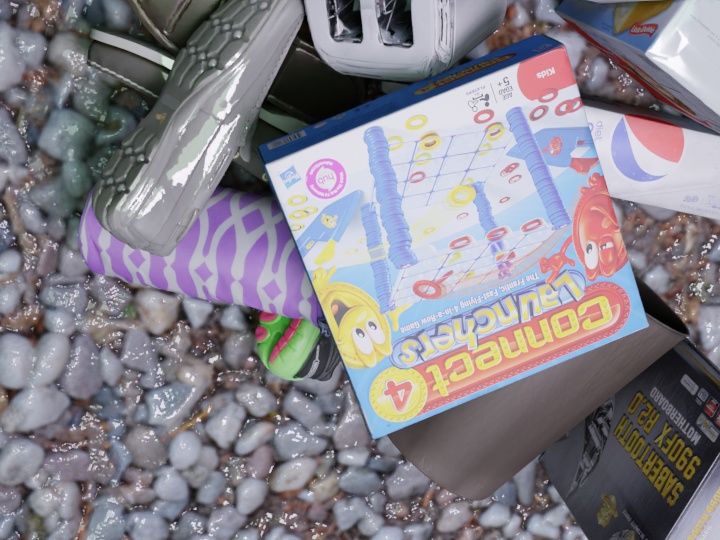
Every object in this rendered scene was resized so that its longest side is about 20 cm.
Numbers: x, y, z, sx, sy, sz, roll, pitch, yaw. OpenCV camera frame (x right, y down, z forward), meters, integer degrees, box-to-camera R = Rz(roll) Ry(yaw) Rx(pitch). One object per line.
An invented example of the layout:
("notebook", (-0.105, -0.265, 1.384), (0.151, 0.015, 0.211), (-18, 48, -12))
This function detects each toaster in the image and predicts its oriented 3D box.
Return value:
("toaster", (0.029, -0.218, 0.810), (0.113, 0.129, 0.201), (10, 127, 21))

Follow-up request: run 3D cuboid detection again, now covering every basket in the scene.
("basket", (0.116, 0.066, 0.951), (0.180, 0.136, 0.200), (38, 106, 5))

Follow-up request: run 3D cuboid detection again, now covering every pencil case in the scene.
("pencil case", (-0.098, -0.016, 0.884), (0.199, 0.086, 0.084), (15, 69, 13))

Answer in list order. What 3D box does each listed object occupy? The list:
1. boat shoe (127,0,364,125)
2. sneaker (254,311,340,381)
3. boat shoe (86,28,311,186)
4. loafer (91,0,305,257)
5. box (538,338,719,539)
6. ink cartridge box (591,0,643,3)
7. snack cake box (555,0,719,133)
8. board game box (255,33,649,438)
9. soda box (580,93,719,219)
("boat shoe", (-0.086, -0.171, 0.874), (0.200, 0.068, 0.072), (37, 108, -20))
("sneaker", (0.000, 0.000, 0.952), (0.200, 0.077, 0.084), (-51, 137, 6))
("boat shoe", (-0.107, -0.108, 0.889), (0.201, 0.072, 0.060), (25, 99, -20))
("loafer", (-0.098, -0.100, 0.824), (0.070, 0.070, 0.200), (34, 93, -42))
("box", (0.223, 0.138, 0.955), (0.048, 0.200, 0.159), (23, 105, -19))
("ink cartridge box", (0.165, -0.270, 0.757), (0.085, 0.146, 0.201), (8, 98, -17))
("snack cake box", (0.220, -0.155, 0.851), (0.115, 0.200, 0.067), (34, 101, -18))
("board game box", (0.061, -0.021, 0.799), (0.199, 0.056, 0.197), (-22, 109, -2))
("soda box", (0.203, -0.090, 0.943), (0.199, 0.068, 0.064), (11, 107, -11))
